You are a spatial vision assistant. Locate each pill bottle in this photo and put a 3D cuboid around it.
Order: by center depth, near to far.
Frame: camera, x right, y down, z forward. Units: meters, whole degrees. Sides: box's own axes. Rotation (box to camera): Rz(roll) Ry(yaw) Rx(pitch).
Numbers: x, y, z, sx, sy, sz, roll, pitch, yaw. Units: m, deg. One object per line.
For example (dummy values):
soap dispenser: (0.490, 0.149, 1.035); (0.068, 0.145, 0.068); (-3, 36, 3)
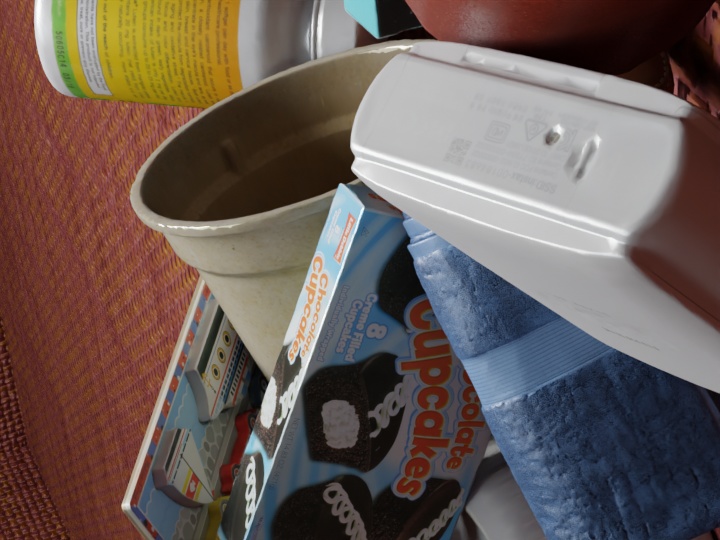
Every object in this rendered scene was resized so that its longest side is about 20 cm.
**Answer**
pill bottle: (-0.087, -0.154, 1.112); (0.111, 0.199, 0.112); (6, -90, -76)

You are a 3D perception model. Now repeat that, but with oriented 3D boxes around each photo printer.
photo printer: (0.113, -0.008, 0.700); (0.200, 0.070, 0.166); (31, 174, -41)

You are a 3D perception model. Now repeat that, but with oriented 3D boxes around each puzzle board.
puzzle board: (-0.065, 0.107, 1.019); (0.151, 0.017, 0.200); (59, -153, -32)

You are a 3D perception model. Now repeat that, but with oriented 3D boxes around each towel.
towel: (0.105, 0.039, 0.839); (0.201, 0.111, 0.049); (64, -174, -4)

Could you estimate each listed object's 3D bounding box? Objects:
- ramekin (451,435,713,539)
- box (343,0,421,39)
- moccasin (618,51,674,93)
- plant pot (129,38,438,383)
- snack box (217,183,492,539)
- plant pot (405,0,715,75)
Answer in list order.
ramekin: (0.109, 0.174, 0.996); (0.200, 0.105, 0.201); (163, 90, -72)
box: (0.026, -0.224, 0.909); (0.049, 0.082, 0.201); (-132, 30, -55)
moccasin: (0.088, -0.154, 0.820); (0.078, 0.073, 0.202); (91, 166, -64)
plant pot: (0.000, 0.000, 1.006); (0.200, 0.200, 0.184); (38, 153, 61)
snack box: (0.014, 0.062, 0.914); (0.037, 0.116, 0.201); (49, 124, 57)
plant pot: (0.082, -0.174, 0.640); (0.195, 0.200, 0.202); (102, 147, -71)
